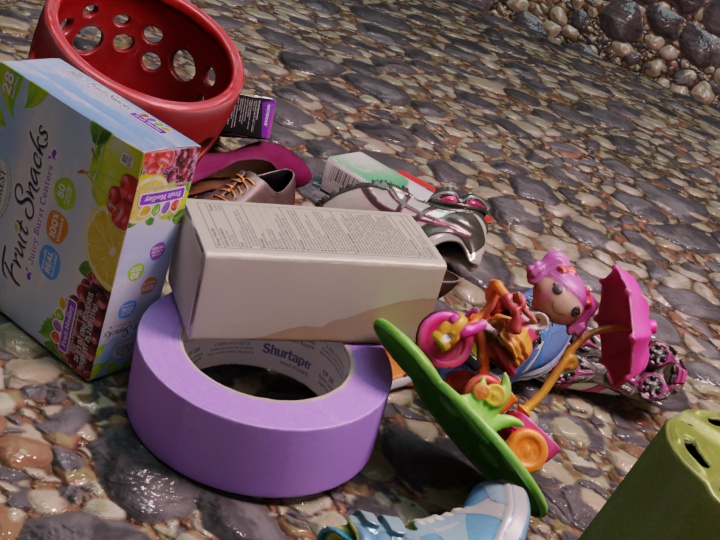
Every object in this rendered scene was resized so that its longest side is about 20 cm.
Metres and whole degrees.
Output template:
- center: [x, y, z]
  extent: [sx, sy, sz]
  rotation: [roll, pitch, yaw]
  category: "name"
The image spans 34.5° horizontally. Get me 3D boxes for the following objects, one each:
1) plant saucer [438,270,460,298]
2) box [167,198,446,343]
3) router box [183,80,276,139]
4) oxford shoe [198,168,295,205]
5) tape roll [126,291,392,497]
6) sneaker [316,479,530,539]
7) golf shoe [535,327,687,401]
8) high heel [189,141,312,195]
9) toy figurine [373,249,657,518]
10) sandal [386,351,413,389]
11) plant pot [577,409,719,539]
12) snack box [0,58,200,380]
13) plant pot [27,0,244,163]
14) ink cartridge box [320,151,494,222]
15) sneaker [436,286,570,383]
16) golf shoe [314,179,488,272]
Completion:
- center: [0.000, 0.000, 1.164]
  extent: [0.199, 0.032, 0.200]
  rotation: [12, 8, -2]
  category: "plant saucer"
- center: [-0.044, 0.001, 0.924]
  extent: [0.199, 0.078, 0.095]
  rotation: [3, 30, -21]
  category: "box"
- center: [-0.203, -0.192, 1.372]
  extent: [0.149, 0.051, 0.200]
  rotation: [9, 4, -24]
  category: "router box"
- center: [-0.140, -0.070, 1.207]
  extent: [0.071, 0.073, 0.200]
  rotation: [31, 26, 23]
  category: "oxford shoe"
- center: [-0.078, 0.087, 0.904]
  extent: [0.199, 0.066, 0.200]
  rotation: [11, 29, -6]
  category: "tape roll"
- center: [0.041, 0.185, 0.793]
  extent: [0.130, 0.080, 0.200]
  rotation: [23, 23, 5]
  category: "sneaker"
- center: [0.223, 0.090, 1.173]
  extent: [0.199, 0.073, 0.092]
  rotation: [18, -8, 6]
  category: "golf shoe"
- center: [-0.141, -0.099, 1.312]
  extent: [0.199, 0.068, 0.096]
  rotation: [7, 46, -26]
  category: "high heel"
- center: [0.140, 0.058, 0.915]
  extent: [0.200, 0.184, 0.150]
  rotation: [50, -10, -5]
  category: "toy figurine"
- center: [0.031, 0.068, 1.061]
  extent: [0.079, 0.059, 0.206]
  rotation: [31, 26, 23]
  category: "sandal"
- center: [0.219, 0.201, 0.756]
  extent: [0.199, 0.190, 0.200]
  rotation: [17, 24, -8]
  category: "plant pot"
- center: [-0.228, -0.043, 0.921]
  extent: [0.168, 0.201, 0.068]
  rotation: [33, 27, 26]
  category: "snack box"
- center: [-0.237, -0.163, 1.147]
  extent: [0.200, 0.183, 0.201]
  rotation: [19, 42, -18]
  category: "plant pot"
- center: [0.069, -0.101, 1.473]
  extent: [0.161, 0.050, 0.200]
  rotation: [32, 28, 25]
  category: "ink cartridge box"
- center: [0.147, 0.060, 1.066]
  extent: [0.079, 0.089, 0.200]
  rotation: [45, 49, 12]
  category: "sneaker"
- center: [0.045, -0.048, 1.301]
  extent: [0.199, 0.077, 0.088]
  rotation: [2, 56, -1]
  category: "golf shoe"
